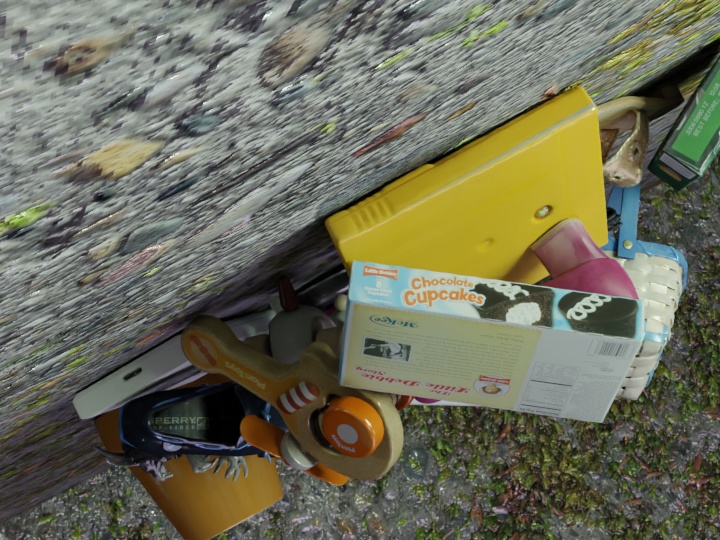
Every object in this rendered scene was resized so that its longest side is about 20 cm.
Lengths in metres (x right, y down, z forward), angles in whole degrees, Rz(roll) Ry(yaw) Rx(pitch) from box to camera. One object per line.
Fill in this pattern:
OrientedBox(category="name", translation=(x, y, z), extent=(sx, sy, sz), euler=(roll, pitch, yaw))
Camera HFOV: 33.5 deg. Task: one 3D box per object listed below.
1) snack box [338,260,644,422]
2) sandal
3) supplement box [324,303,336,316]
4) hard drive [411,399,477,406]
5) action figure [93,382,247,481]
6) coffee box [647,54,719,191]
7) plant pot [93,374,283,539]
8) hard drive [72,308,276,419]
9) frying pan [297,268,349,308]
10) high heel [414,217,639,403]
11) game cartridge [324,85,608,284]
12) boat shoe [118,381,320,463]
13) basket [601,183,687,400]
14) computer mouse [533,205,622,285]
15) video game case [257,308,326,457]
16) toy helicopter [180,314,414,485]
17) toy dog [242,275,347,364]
OrientedBox(category="snack box", translation=(0.086, 0.052, 0.841), extent=(0.198, 0.037, 0.117), euler=(8, 144, 0))
OrientedBox(category="sandal", translation=(0.230, -0.109, 1.041), extent=(0.211, 0.070, 0.078), euler=(-23, 173, -43))
OrientedBox(category="supplement box", translation=(0.030, 0.053, 1.307), extent=(0.199, 0.104, 0.101), euler=(-25, -171, -22))
OrientedBox(category="hard drive", translation=(0.101, 0.067, 1.159), extent=(0.199, 0.133, 0.027), euler=(7, 150, -39))
OrientedBox(category="action figure", translation=(-0.150, 0.155, 1.155), extent=(0.199, 0.103, 0.119), euler=(-29, -162, -22))
OrientedBox(category="coffee box", translation=(0.306, -0.136, 1.057), extent=(0.123, 0.044, 0.200), euler=(-58, 171, 7))
OrientedBox(category="plant pot", translation=(-0.186, 0.215, 1.420), extent=(0.199, 0.184, 0.200), euler=(-28, 175, -2))
OrientedBox(category="hard drive", translation=(-0.162, 0.084, 1.117), extent=(0.131, 0.026, 0.200), euler=(-30, 175, 19))
OrientedBox(category="frying pan", translation=(0.010, -0.004, 1.175), extent=(0.190, 0.031, 0.115), euler=(-28, 177, 44))
OrientedBox(category="high heel", translation=(0.121, 0.059, 0.899), extent=(0.200, 0.096, 0.067), euler=(-43, 144, 20))
OrientedBox(category="game cartridge", translation=(0.084, -0.029, 0.871), extent=(0.199, 0.033, 0.177), euler=(-26, 147, -2))
OrientedBox(category="boat shoe", translation=(-0.114, 0.139, 1.076), extent=(0.199, 0.085, 0.069), euler=(-9, 178, -32))
OrientedBox(category="basket", translation=(0.245, 0.009, 1.172), extent=(0.138, 0.201, 0.177), euler=(11, 146, 7))
OrientedBox(category="computer mouse", translation=(0.136, 0.004, 1.069), extent=(0.200, 0.053, 0.138), euler=(-40, 177, 25))
OrientedBox(category="video game case", translation=(-0.074, 0.122, 1.247), extent=(0.019, 0.144, 0.200), euler=(2, 171, -20))
OrientedBox(category="toy helicopter", translation=(-0.057, 0.102, 0.949), extent=(0.079, 0.199, 0.133), euler=(-47, 160, -47))
OrientedBox(category="toy dog", translation=(-0.043, 0.044, 1.051), extent=(0.131, 0.097, 0.200), euler=(-9, -174, -5))
